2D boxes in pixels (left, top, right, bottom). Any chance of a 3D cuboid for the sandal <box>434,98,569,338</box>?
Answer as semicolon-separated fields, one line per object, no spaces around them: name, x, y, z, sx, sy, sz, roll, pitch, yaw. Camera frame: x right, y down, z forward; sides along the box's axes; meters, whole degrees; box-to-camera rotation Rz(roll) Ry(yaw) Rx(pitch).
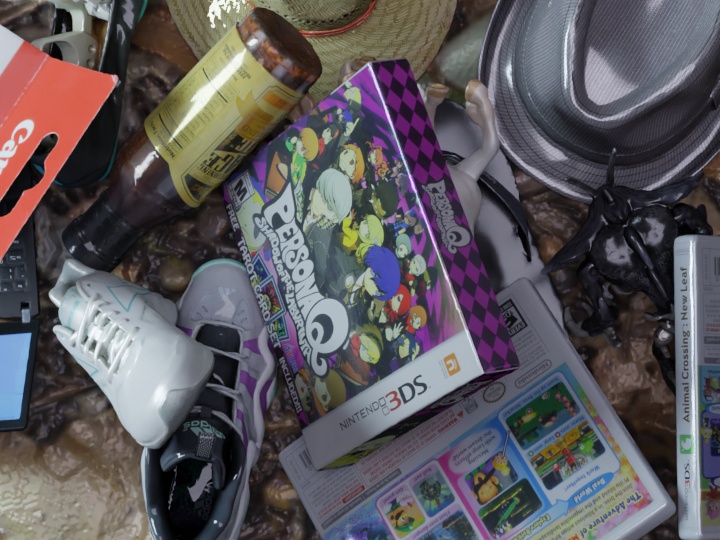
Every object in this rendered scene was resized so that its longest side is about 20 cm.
sandal;0.077;-0.029;1.471;0.076;0.043;0.200;-30;87;-2

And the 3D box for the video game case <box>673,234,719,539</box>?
video game case;0.271;0.073;1.421;0.200;0.022;0.182;3;85;-38

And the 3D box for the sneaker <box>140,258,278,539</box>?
sneaker;-0.092;0.089;1.413;0.078;0.140;0.200;4;87;0

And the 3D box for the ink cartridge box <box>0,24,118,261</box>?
ink cartridge box;-0.267;-0.088;1.406;0.200;0.050;0.162;20;71;40

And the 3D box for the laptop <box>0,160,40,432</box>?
laptop;-0.296;0.007;1.437;0.177;0.103;0.200;-4;86;-1

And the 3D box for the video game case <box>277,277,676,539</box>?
video game case;0.068;0.131;1.416;0.200;0.024;0.182;-36;61;9

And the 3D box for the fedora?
fedora;0.171;-0.143;1.455;0.177;0.090;0.200;38;87;2

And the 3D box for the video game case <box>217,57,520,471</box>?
video game case;0.000;0.000;1.387;0.036;0.181;0.200;-9;74;-39

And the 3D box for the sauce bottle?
sauce bottle;-0.110;-0.077;1.443;0.066;0.066;0.200;46;110;3

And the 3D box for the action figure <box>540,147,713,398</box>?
action figure;0.185;0.012;1.441;0.119;0.102;0.200;-31;103;-3

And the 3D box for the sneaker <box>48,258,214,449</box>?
sneaker;-0.146;0.048;1.383;0.080;0.200;0.070;33;93;-23

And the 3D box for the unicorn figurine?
unicorn figurine;0.033;-0.053;1.423;0.074;0.200;0.138;-10;112;-38

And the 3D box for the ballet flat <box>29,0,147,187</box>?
ballet flat;-0.176;-0.153;1.459;0.068;0.068;0.200;3;84;39

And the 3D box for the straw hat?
straw hat;-0.035;-0.196;1.461;0.201;0.085;0.202;0;86;0
